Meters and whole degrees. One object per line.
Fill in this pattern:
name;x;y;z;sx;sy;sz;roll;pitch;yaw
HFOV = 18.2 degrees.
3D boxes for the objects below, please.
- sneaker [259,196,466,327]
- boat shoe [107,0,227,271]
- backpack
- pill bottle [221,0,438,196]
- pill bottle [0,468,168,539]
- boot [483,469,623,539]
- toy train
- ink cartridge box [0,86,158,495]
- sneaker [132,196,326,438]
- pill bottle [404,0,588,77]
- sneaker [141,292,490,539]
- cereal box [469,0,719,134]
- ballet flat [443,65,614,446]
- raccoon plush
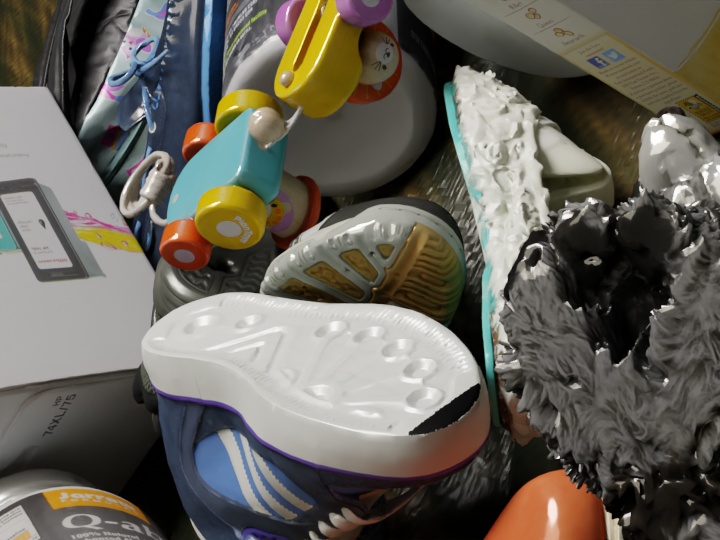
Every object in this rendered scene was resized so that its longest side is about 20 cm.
sneaker;0.000;0.000;0.965;0.088;0.075;0.200;-63;6;-27
boat shoe;-0.102;-0.081;1.192;0.084;0.068;0.201;-16;-68;-73
backpack;-0.123;-0.120;1.313;0.167;0.126;0.201;140;148;-62
pill bottle;-0.016;-0.139;1.140;0.106;0.106;0.201;-45;29;33
pill bottle;-0.130;0.167;1.037;0.117;0.116;0.200;-61;25;3
boot;0.019;0.146;0.779;0.201;0.107;0.075;-60;23;0
toy train;-0.028;-0.088;0.995;0.201;0.055;0.150;-58;24;8
ink cartridge box;-0.209;0.026;1.186;0.200;0.146;0.147;58;132;26
sneaker;-0.068;0.015;1.116;0.200;0.076;0.115;-79;5;-63
pill bottle;0.095;-0.194;0.972;0.114;0.113;0.201;-4;61;62
sneaker;-0.004;0.093;0.893;0.080;0.147;0.200;-32;26;-30
cereal box;0.082;-0.159;0.854;0.039;0.199;0.145;-19;49;57
ballet flat;0.075;-0.010;0.894;0.072;0.072;0.201;-46;32;32
raccoon plush;0.110;0.046;0.754;0.096;0.134;0.201;5;96;27
